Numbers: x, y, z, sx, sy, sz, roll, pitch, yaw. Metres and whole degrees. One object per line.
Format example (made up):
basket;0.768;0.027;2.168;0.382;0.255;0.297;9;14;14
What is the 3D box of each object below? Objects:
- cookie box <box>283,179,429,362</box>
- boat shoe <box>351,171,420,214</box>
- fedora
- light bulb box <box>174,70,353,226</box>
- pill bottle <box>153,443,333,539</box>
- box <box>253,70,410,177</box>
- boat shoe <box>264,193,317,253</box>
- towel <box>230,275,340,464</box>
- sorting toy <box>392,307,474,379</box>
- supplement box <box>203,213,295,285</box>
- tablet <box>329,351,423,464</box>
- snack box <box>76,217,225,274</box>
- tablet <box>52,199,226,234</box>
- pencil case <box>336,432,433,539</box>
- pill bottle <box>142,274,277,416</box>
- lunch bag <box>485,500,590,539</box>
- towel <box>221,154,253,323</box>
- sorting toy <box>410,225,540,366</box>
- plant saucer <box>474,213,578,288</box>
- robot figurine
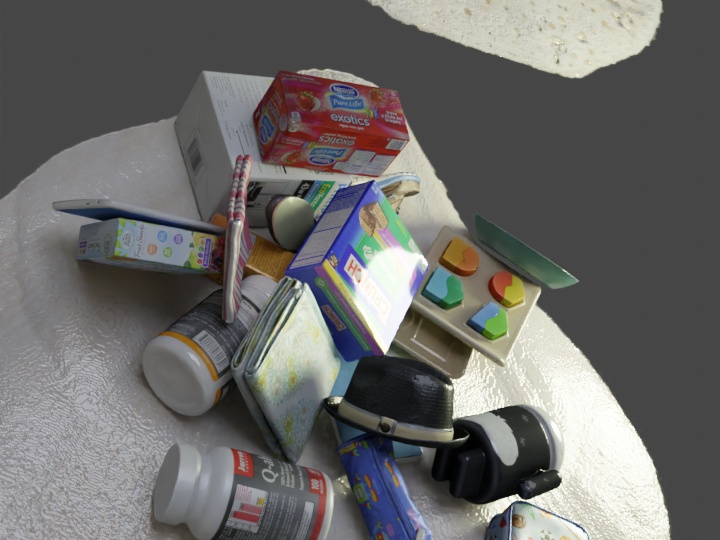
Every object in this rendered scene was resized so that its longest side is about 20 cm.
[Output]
cookie box;0.000;0.000;1.722;0.172;0.075;0.200;56;41;-25
boat shoe;0.025;-0.109;1.914;0.199;0.072;0.073;-12;85;-45
fedora;0.054;0.166;1.610;0.200;0.200;0.092;11;96;-25
light bulb box;-0.146;-0.178;1.811;0.199;0.125;0.199;0;57;-33
pill bottle;-0.143;0.281;1.479;0.199;0.116;0.116;18;50;-21
box;-0.042;-0.208;1.742;0.199;0.100;0.096;4;56;-30
boat shoe;-0.099;-0.069;1.738;0.063;0.071;0.200;40;-1;22
towel;-0.094;0.130;1.587;0.048;0.201;0.172;6;48;28
sorting toy;0.089;0.058;1.851;0.199;0.037;0.186;30;46;-4
supplement box;-0.138;0.003;1.723;0.199;0.067;0.069;27;47;-12
tablet;0.005;0.183;1.715;0.130;0.014;0.201;-2;58;-33
snack box;-0.276;-0.028;1.572;0.142;0.200;0.053;8;85;-26
tablet;-0.288;-0.069;1.596;0.199;0.130;0.014;13;81;-48
pencil case;0.037;0.305;1.586;0.078;0.087;0.201;-15;70;-24
pill bottle;-0.182;0.093;1.594;0.116;0.116;0.200;45;45;5
lunch bag;0.244;0.424;1.647;0.160;0.076;0.201;27;46;-16
towel;-0.156;-0.045;1.567;0.030;0.147;0.200;3;30;-3
sorting toy;0.176;0.032;1.856;0.185;0.037;0.200;33;45;0
plant saucer;0.258;-0.024;1.951;0.199;0.036;0.200;33;5;-3
robot figurine;0.195;0.259;1.705;0.199;0.125;0.151;-9;70;-36
